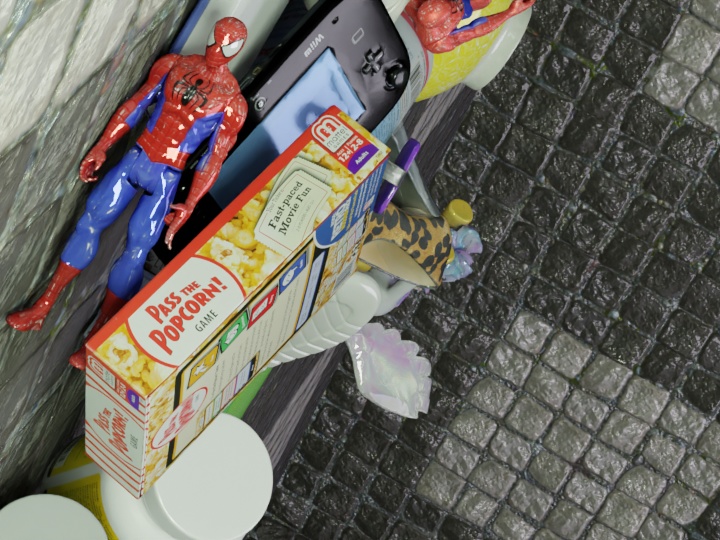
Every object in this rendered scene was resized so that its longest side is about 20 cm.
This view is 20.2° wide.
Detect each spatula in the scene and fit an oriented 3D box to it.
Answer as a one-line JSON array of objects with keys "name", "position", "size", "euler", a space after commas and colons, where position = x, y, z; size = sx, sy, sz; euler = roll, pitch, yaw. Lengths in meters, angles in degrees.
[{"name": "spatula", "position": [0.013, -0.066, 1.275], "size": [0.057, 0.020, 0.200], "euler": [-61, 171, 2]}]

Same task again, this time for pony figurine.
[{"name": "pony figurine", "position": [0.005, 0.015, 1.616], "size": [0.200, 0.192, 0.168], "euler": [-41, -128, 38]}]

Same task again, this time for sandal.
[{"name": "sandal", "position": [-0.081, 0.038, 1.531], "size": [0.202, 0.083, 0.050], "euler": [-24, -132, 16]}]

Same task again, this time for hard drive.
[{"name": "hard drive", "position": [-0.061, -0.165, 1.164], "size": [0.201, 0.025, 0.132], "euler": [-61, 176, -7]}]

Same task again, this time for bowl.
[{"name": "bowl", "position": [0.066, -0.200, 1.551], "size": [0.201, 0.107, 0.200], "euler": [-53, -166, 19]}]

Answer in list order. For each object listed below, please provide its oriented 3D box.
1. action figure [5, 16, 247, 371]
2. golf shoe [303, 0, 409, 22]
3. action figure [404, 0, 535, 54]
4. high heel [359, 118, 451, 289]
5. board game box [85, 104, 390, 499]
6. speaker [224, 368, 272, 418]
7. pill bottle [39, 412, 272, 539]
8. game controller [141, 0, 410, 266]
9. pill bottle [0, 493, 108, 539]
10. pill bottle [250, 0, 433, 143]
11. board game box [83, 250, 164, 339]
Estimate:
[{"name": "action figure", "position": [-0.114, -0.045, 1.062], "size": [0.201, 0.065, 0.052], "euler": [-60, 171, 6]}, {"name": "golf shoe", "position": [0.037, -0.234, 1.233], "size": [0.201, 0.075, 0.092], "euler": [-63, -178, -15]}, {"name": "action figure", "position": [0.079, -0.194, 1.333], "size": [0.098, 0.066, 0.200], "euler": [-26, -169, 17]}, {"name": "high heel", "position": [0.000, 0.000, 1.436], "size": [0.200, 0.071, 0.143], "euler": [-49, 131, -38]}, {"name": "board game box", "position": [-0.070, 0.020, 1.127], "size": [0.200, 0.046, 0.152], "euler": [-46, 167, -25]}, {"name": "speaker", "position": [-0.127, 0.092, 1.709], "size": [0.201, 0.088, 0.089], "euler": [-58, 175, -32]}, {"name": "pill bottle", "position": [-0.138, 0.152, 1.376], "size": [0.113, 0.112, 0.200], "euler": [-58, -163, -25]}, {"name": "game controller", "position": [-0.048, -0.076, 1.179], "size": [0.200, 0.042, 0.104], "euler": [-49, 152, -12]}, {"name": "pill bottle", "position": [-0.215, 0.224, 1.336], "size": [0.113, 0.112, 0.200], "euler": [-58, 175, -30]}, {"name": "pill bottle", "position": [-0.039, -0.098, 1.311], "size": [0.200, 0.108, 0.109], "euler": [-56, 174, -40]}, {"name": "board game box", "position": [-0.123, 0.016, 1.393], "size": [0.201, 0.061, 0.200], "euler": [-61, 177, 0]}]
